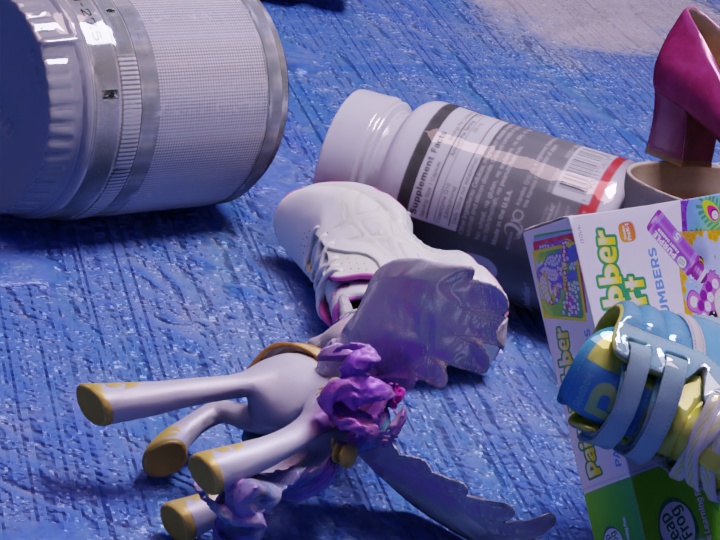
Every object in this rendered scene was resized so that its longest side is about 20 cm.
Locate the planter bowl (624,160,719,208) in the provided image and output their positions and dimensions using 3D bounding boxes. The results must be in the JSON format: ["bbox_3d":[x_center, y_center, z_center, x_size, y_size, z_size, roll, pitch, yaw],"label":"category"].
[{"bbox_3d":[0.246,0.022,1.380,0.200,0.135,0.200,10,13,-2],"label":"planter bowl"}]

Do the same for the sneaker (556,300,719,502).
[{"bbox_3d":[0.162,0.086,1.052,0.130,0.080,0.200,12,26,-24],"label":"sneaker"}]

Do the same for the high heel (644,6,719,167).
[{"bbox_3d":[0.260,-0.095,1.378,0.067,0.096,0.200,0,16,-41],"label":"high heel"}]

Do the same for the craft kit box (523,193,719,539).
[{"bbox_3d":[0.191,0.059,1.190,0.197,0.200,0.048,-10,-5,-33],"label":"craft kit box"}]

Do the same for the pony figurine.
[{"bbox_3d":[-0.012,0.071,1.150,0.200,0.167,0.193,-23,30,-32],"label":"pony figurine"}]

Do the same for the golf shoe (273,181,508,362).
[{"bbox_3d":[0.000,0.000,1.405,0.091,0.075,0.200,-12,30,-39],"label":"golf shoe"}]

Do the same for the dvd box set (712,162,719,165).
[{"bbox_3d":[0.313,-0.029,1.700,0.146,0.029,0.200,-6,28,-39],"label":"dvd box set"}]

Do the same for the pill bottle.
[{"bbox_3d":[0.077,-0.045,1.499,0.200,0.114,0.114,19,22,17],"label":"pill bottle"}]

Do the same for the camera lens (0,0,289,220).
[{"bbox_3d":[-0.159,-0.116,1.485,0.200,0.160,0.160,-8,29,-41],"label":"camera lens"}]
